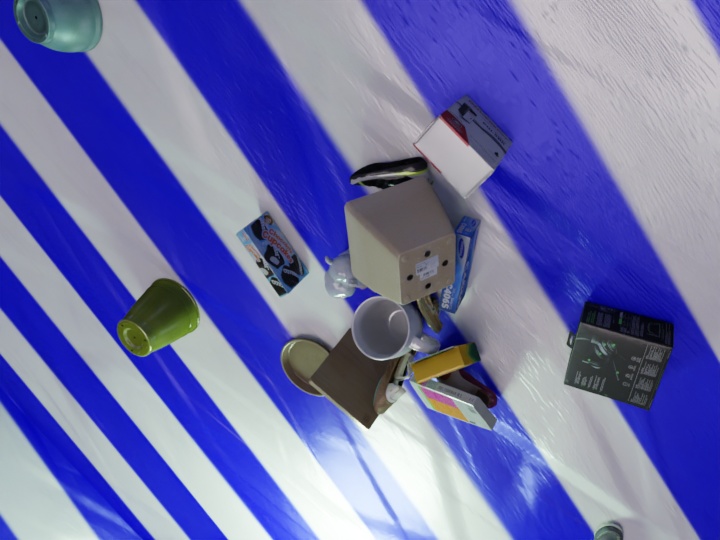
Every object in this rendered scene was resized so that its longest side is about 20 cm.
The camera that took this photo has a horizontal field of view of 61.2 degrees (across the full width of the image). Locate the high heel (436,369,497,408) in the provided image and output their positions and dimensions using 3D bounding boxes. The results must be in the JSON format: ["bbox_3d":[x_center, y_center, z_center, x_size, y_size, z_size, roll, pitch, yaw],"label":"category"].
[{"bbox_3d":[0.261,0.288,1.569,0.200,0.096,0.068,40,95,28],"label":"high heel"}]

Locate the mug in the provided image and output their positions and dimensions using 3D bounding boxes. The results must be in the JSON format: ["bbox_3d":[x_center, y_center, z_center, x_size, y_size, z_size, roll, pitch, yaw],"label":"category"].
[{"bbox_3d":[0.100,0.147,1.470,0.198,0.175,0.149,26,97,22],"label":"mug"}]

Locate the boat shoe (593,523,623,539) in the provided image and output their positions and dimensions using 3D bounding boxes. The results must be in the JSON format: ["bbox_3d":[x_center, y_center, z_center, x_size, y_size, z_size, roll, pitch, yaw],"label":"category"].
[{"bbox_3d":[0.642,0.752,1.616,0.072,0.062,0.202,22,125,15],"label":"boat shoe"}]

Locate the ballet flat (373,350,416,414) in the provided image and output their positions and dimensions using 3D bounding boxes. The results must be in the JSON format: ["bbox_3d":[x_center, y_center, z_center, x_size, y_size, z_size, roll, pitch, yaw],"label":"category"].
[{"bbox_3d":[0.096,0.276,1.561,0.068,0.202,0.072,37,160,-35],"label":"ballet flat"}]

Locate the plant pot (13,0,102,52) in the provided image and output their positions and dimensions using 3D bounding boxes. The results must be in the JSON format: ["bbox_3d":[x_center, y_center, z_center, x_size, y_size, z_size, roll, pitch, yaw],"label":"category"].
[{"bbox_3d":[-0.771,-0.641,1.525,0.198,0.134,0.202,13,123,21],"label":"plant pot"}]

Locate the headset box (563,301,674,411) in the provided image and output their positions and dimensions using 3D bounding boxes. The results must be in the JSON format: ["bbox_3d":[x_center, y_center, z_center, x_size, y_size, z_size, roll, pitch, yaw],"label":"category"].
[{"bbox_3d":[0.548,0.182,1.320,0.198,0.093,0.176,14,123,21],"label":"headset box"}]

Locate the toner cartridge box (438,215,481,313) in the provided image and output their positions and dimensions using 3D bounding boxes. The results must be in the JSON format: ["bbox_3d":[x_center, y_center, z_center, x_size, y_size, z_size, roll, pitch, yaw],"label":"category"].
[{"bbox_3d":[0.224,-0.011,1.381,0.043,0.095,0.202,16,124,17],"label":"toner cartridge box"}]

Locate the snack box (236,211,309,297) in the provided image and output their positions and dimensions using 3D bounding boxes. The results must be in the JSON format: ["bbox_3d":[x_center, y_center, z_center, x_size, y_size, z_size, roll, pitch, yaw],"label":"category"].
[{"bbox_3d":[-0.226,-0.043,1.589,0.037,0.116,0.201,-26,103,36],"label":"snack box"}]

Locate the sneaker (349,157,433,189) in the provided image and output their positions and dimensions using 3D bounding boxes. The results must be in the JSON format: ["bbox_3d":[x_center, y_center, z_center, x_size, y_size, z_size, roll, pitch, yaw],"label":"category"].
[{"bbox_3d":[0.066,-0.197,1.373,0.198,0.072,0.084,-3,117,29],"label":"sneaker"}]

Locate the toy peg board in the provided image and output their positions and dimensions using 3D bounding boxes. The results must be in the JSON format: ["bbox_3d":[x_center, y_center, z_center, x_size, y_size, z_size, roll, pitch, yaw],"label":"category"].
[{"bbox_3d":[-0.019,0.302,1.638,0.199,0.199,0.098,39,144,2],"label":"toy peg board"}]

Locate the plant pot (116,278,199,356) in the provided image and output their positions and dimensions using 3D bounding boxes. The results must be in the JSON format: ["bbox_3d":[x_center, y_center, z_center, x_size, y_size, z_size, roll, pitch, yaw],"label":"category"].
[{"bbox_3d":[-0.635,0.158,1.873,0.198,0.193,0.203,13,123,21],"label":"plant pot"}]

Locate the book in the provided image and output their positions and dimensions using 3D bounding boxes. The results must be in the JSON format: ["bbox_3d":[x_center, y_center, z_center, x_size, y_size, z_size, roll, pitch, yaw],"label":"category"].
[{"bbox_3d":[0.229,0.328,1.528,0.199,0.048,0.134,14,153,44],"label":"book"}]

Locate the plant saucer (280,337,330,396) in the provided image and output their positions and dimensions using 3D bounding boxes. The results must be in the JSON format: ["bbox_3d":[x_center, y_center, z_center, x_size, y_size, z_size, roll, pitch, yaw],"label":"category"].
[{"bbox_3d":[-0.143,0.279,1.785,0.198,0.029,0.202,14,123,22],"label":"plant saucer"}]

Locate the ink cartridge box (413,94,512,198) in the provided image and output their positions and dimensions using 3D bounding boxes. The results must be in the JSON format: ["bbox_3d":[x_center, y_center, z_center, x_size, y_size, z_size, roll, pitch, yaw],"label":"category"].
[{"bbox_3d":[0.205,-0.248,1.190,0.147,0.200,0.083,44,125,-3],"label":"ink cartridge box"}]

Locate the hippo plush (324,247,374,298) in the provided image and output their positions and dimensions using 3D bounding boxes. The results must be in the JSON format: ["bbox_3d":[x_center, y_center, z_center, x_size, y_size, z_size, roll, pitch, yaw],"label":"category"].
[{"bbox_3d":[0.000,0.000,1.457,0.159,0.161,0.201,36,132,6],"label":"hippo plush"}]

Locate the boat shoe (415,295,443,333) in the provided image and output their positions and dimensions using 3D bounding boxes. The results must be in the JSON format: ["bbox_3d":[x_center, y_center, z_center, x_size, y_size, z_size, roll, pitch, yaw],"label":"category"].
[{"bbox_3d":[0.159,0.058,1.476,0.063,0.073,0.202,-27,99,5],"label":"boat shoe"}]

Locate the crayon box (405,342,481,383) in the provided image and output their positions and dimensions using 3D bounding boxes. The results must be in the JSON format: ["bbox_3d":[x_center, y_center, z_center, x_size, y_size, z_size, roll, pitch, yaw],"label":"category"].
[{"bbox_3d":[0.200,0.218,1.444,0.125,0.200,0.052,-25,76,21],"label":"crayon box"}]

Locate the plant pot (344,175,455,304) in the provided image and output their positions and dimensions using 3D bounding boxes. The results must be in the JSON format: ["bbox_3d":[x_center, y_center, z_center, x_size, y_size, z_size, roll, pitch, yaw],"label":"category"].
[{"bbox_3d":[0.099,-0.047,1.291,0.177,0.198,0.202,52,156,45],"label":"plant pot"}]
